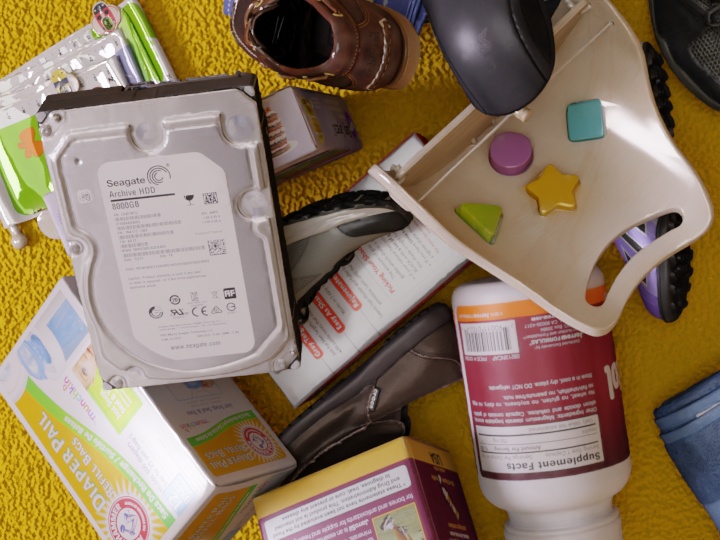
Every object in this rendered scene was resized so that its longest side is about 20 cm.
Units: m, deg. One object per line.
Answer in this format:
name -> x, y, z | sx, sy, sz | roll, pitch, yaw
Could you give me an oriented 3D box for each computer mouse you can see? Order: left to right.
computer mouse -> 0.045, -0.187, 0.836 | 0.139, 0.046, 0.202 | -20, 72, 34

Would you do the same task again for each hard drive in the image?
hard drive -> -0.118, -0.021, 0.833 | 0.138, 0.038, 0.202 | -6, 116, 2

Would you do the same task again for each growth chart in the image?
growth chart -> -0.227, -0.119, 1.034 | 0.199, 0.018, 0.146 | -33, 88, 11

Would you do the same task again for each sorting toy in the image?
sorting toy -> 0.136, -0.056, 0.871 | 0.200, 0.107, 0.180 | -42, 77, -11

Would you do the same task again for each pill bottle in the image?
pill bottle -> 0.133, 0.102, 0.933 | 0.112, 0.113, 0.203 | -8, 92, 10

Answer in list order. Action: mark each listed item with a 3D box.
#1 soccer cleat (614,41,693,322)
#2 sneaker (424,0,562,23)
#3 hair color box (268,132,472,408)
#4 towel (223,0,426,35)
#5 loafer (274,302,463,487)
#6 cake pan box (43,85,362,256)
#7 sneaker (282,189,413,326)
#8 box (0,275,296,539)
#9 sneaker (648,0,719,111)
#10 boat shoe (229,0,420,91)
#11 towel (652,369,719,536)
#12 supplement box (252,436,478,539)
soccer cleat -> 0.195, -0.061, 0.943 | 0.072, 0.068, 0.203 | -9, 91, 27
sneaker -> 0.096, -0.208, 0.944 | 0.198, 0.129, 0.080 | -17, 65, 45
hair color box -> 0.000, 0.000, 0.977 | 0.200, 0.061, 0.102 | -40, 85, 9
towel -> -0.015, -0.237, 0.943 | 0.199, 0.024, 0.146 | 24, 100, 40
loafer -> 0.005, 0.111, 0.976 | 0.200, 0.073, 0.071 | -41, 86, 10
cake pan box -> -0.108, -0.071, 0.930 | 0.198, 0.184, 0.053 | -22, 89, 9
sneaker -> -0.048, 0.001, 0.925 | 0.199, 0.074, 0.080 | -25, 95, 17
box -> -0.160, 0.111, 0.955 | 0.200, 0.101, 0.113 | 48, 114, 21
sneaker -> 0.245, -0.208, 0.893 | 0.075, 0.114, 0.202 | -15, 92, -6
boat shoe -> -0.042, -0.165, 0.877 | 0.070, 0.199, 0.071 | -3, 106, -34
towel -> 0.306, 0.162, 0.938 | 0.111, 0.049, 0.201 | -33, 87, 11
supplement box -> 0.022, 0.236, 0.907 | 0.130, 0.103, 0.202 | -23, 68, 17
